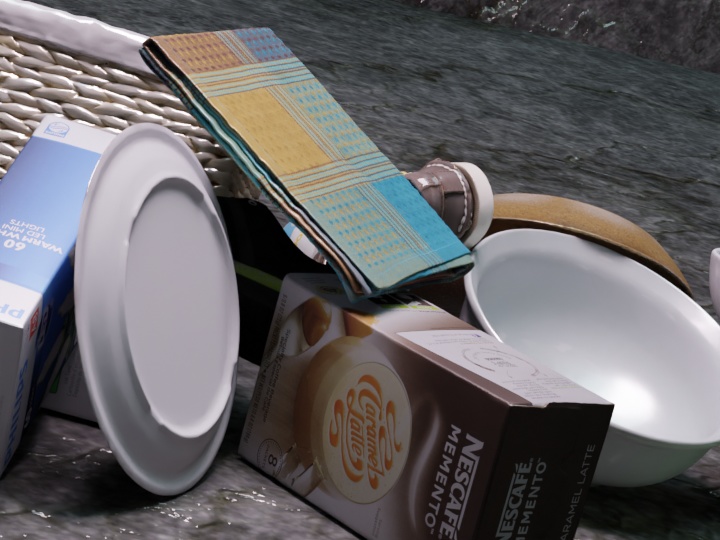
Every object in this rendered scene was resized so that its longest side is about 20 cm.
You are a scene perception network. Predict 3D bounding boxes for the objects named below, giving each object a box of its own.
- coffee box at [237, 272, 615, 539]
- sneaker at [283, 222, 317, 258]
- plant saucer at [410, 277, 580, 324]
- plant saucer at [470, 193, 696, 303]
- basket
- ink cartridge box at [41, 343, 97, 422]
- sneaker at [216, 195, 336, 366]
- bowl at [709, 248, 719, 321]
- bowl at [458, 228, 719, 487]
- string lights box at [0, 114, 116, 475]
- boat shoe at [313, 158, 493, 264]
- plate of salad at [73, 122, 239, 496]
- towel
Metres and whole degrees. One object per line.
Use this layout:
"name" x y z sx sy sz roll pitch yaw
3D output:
"coffee box" 0.032 0.087 1.455 0.080 0.114 0.200 3 17 -42
"sneaker" 0.034 -0.008 1.932 0.200 0.077 0.081 10 9 -35
"plant saucer" 0.068 0.033 1.791 0.200 0.037 0.200 15 -11 3
"plant saucer" 0.132 -0.006 1.793 0.200 0.035 0.200 12 -21 5
"basket" -0.161 -0.065 1.685 0.200 0.161 0.198 15 -5 3
"ink cartridge box" -0.194 0.040 1.547 0.200 0.050 0.109 14 13 1
"sneaker" -0.095 -0.014 1.561 0.200 0.072 0.083 33 44 -4
"bowl" 0.389 0.050 2.116 0.200 0.075 0.200 7 15 -34
"bowl" 0.136 0.070 1.641 0.201 0.090 0.201 21 31 -13
"string lights box" -0.183 0.011 1.425 0.059 0.103 0.200 17 34 4
"boat shoe" 0.000 0.000 1.656 0.060 0.200 0.072 -1 58 -46
"plate of salad" -0.115 0.021 1.420 0.048 0.200 0.200 -5 5 22
"towel" -0.029 -0.063 1.528 0.200 0.022 0.147 48 24 14
